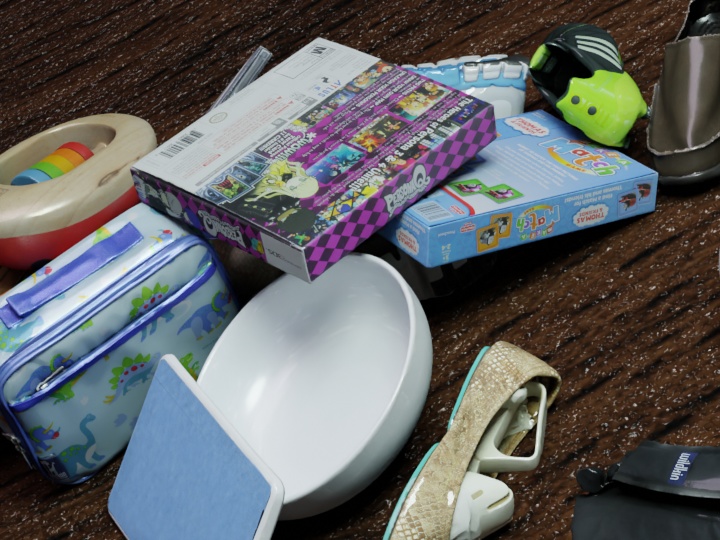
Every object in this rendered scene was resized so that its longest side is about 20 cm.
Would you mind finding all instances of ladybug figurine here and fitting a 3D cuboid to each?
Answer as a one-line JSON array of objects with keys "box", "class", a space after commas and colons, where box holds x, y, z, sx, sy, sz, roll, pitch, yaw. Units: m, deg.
[{"box": [-0.240, -0.059, 1.632, 0.135, 0.072, 0.200, 10, 34, 37], "class": "ladybug figurine"}]

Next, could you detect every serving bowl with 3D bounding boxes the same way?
[{"box": [-0.025, 0.088, 1.404, 0.199, 0.066, 0.201, -27, 42, 27], "class": "serving bowl"}]

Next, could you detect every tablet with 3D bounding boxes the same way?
[{"box": [-0.114, 0.155, 1.379, 0.200, 0.014, 0.131, 42, 115, 53], "class": "tablet"}]

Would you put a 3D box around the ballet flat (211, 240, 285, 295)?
[{"box": [-0.110, -0.011, 1.617, 0.062, 0.067, 0.200, -49, 31, -2], "class": "ballet flat"}]

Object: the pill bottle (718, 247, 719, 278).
[{"box": [0.324, 0.010, 1.260, 0.109, 0.109, 0.200, -39, 37, -16], "class": "pill bottle"}]

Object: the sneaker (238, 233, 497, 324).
[{"box": [0.000, 0.000, 1.523, 0.199, 0.067, 0.091, -23, 33, 0], "class": "sneaker"}]

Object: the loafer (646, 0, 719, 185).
[{"box": [0.248, -0.141, 1.529, 0.072, 0.072, 0.201, -9, 39, 24], "class": "loafer"}]

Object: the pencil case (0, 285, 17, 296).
[{"box": [-0.244, 0.050, 1.565, 0.199, 0.089, 0.088, -29, 34, -22], "class": "pencil case"}]

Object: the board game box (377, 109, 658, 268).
[{"box": [0.094, -0.064, 1.496, 0.199, 0.037, 0.151, -14, 29, -27], "class": "board game box"}]

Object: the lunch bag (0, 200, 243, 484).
[{"box": [-0.184, 0.051, 1.486, 0.199, 0.161, 0.082, -35, 51, -15], "class": "lunch bag"}]

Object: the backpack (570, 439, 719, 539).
[{"box": [0.219, 0.178, 1.105, 0.199, 0.127, 0.168, -12, 49, 18], "class": "backpack"}]

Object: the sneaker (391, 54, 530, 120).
[{"box": [0.036, -0.120, 1.601, 0.198, 0.087, 0.075, -3, 13, 1], "class": "sneaker"}]

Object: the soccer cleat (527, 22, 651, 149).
[{"box": [0.163, -0.156, 1.571, 0.068, 0.081, 0.200, -57, 20, 15], "class": "soccer cleat"}]

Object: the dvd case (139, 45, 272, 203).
[{"box": [-0.149, -0.084, 1.662, 0.200, 0.016, 0.149, -43, 12, 53], "class": "dvd case"}]

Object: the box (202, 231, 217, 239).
[{"box": [-0.061, -0.069, 1.598, 0.120, 0.033, 0.200, 2, 22, 22], "class": "box"}]

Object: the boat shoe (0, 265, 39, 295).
[{"box": [-0.285, 0.056, 1.636, 0.068, 0.072, 0.201, 16, 62, 38], "class": "boat shoe"}]

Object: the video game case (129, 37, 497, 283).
[{"box": [-0.033, -0.085, 1.455, 0.181, 0.036, 0.200, 24, 50, 37], "class": "video game case"}]

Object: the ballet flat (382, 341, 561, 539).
[{"box": [0.077, 0.126, 1.315, 0.065, 0.071, 0.201, 12, 53, 23], "class": "ballet flat"}]
